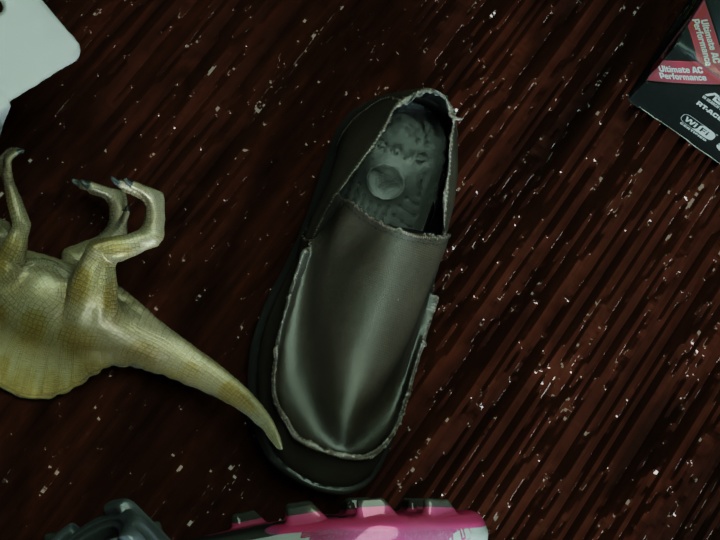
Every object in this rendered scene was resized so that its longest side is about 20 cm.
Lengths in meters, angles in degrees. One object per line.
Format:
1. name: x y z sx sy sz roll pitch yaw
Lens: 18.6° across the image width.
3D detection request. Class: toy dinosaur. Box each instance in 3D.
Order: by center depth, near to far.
1. toy dinosaur: -0.120 0.010 0.952 0.200 0.058 0.101 17 83 -7

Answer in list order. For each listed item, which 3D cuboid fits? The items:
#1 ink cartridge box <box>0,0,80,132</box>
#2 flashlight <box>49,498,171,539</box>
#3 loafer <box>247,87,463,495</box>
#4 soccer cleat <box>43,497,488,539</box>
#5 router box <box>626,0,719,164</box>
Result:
1. ink cartridge box: -0.232 -0.070 0.934 0.200 0.068 0.116 -37 84 -26
2. flashlight: -0.049 0.179 0.841 0.200 0.068 0.068 51 21 -17
3. loafer: 0.000 0.000 0.974 0.073 0.071 0.200 15 65 -10
4. soccer cleat: -0.042 0.142 0.913 0.200 0.070 0.086 -5 86 -16
5. router box: 0.247 -0.122 1.104 0.150 0.062 0.200 35 63 -2
